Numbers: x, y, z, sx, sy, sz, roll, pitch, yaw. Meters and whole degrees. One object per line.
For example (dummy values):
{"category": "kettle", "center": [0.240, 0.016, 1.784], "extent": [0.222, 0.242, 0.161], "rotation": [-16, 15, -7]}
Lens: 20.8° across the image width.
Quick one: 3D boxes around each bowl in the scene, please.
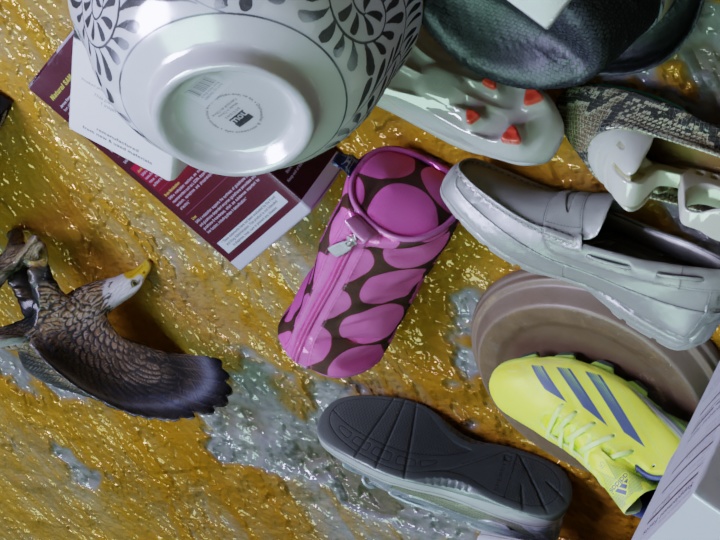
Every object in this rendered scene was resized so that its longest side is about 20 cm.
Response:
{"category": "bowl", "center": [-0.066, -0.114, 1.070], "extent": [0.200, 0.094, 0.201], "rotation": [1, 141, 1]}

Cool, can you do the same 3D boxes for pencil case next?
{"category": "pencil case", "center": [0.000, 0.000, 1.355], "extent": [0.091, 0.094, 0.200], "rotation": [34, 143, 8]}

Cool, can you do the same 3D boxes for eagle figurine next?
{"category": "eagle figurine", "center": [-0.210, 0.055, 1.547], "extent": [0.151, 0.152, 0.200], "rotation": [-30, 106, 28]}

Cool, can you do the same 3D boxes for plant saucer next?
{"category": "plant saucer", "center": [0.165, 0.079, 1.372], "extent": [0.200, 0.029, 0.200], "rotation": [20, 141, 17]}

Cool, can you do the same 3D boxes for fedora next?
{"category": "fedora", "center": [0.090, -0.167, 1.106], "extent": [0.200, 0.092, 0.201], "rotation": [20, 140, 18]}

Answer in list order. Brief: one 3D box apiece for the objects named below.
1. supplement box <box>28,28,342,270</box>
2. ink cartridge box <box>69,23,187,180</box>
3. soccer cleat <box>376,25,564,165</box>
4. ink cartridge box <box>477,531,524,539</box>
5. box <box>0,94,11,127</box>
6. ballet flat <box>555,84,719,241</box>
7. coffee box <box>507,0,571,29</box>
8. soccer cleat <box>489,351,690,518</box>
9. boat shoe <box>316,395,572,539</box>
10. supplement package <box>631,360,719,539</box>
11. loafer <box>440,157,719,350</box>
{"category": "supplement box", "center": [-0.121, -0.102, 1.361], "extent": [0.200, 0.061, 0.109], "rotation": [41, 141, -10]}
{"category": "ink cartridge box", "center": [-0.103, -0.179, 1.196], "extent": [0.084, 0.146, 0.200], "rotation": [27, 141, 12]}
{"category": "soccer cleat", "center": [0.037, -0.120, 1.223], "extent": [0.200, 0.069, 0.078], "rotation": [32, 174, 16]}
{"category": "ink cartridge box", "center": [0.187, 0.290, 1.445], "extent": [0.200, 0.147, 0.146], "rotation": [7, 168, 32]}
{"category": "box", "center": [-0.380, -0.069, 1.517], "extent": [0.124, 0.149, 0.200], "rotation": [35, 143, -3]}
{"category": "ballet flat", "center": [0.197, -0.056, 1.162], "extent": [0.200, 0.075, 0.068], "rotation": [19, 141, 19]}
{"category": "coffee box", "center": [0.113, -0.236, 0.967], "extent": [0.113, 0.080, 0.200], "rotation": [37, 118, -2]}
{"category": "soccer cleat", "center": [0.173, 0.119, 1.316], "extent": [0.200, 0.084, 0.065], "rotation": [24, 142, 13]}
{"category": "boat shoe", "center": [0.061, 0.156, 1.497], "extent": [0.202, 0.074, 0.065], "rotation": [17, 139, 9]}
{"category": "supplement package", "center": [0.260, 0.118, 1.200], "extent": [0.114, 0.200, 0.110], "rotation": [32, 143, 2]}
{"category": "loafer", "center": [0.146, -0.024, 1.250], "extent": [0.200, 0.070, 0.070], "rotation": [28, 124, 11]}
